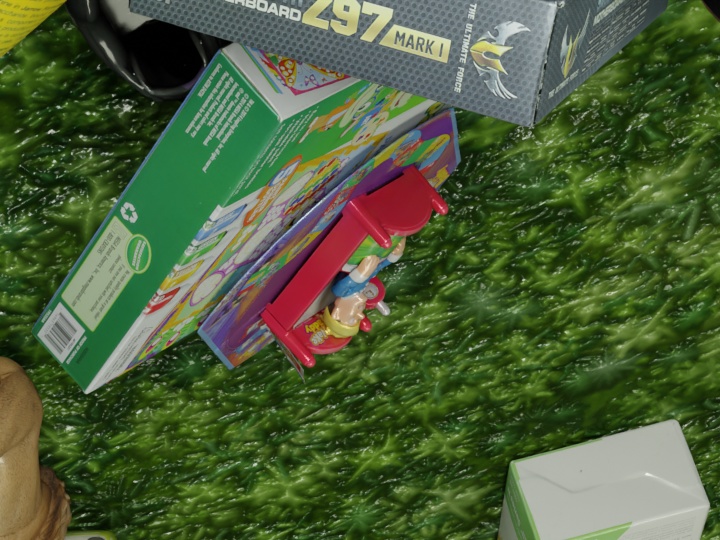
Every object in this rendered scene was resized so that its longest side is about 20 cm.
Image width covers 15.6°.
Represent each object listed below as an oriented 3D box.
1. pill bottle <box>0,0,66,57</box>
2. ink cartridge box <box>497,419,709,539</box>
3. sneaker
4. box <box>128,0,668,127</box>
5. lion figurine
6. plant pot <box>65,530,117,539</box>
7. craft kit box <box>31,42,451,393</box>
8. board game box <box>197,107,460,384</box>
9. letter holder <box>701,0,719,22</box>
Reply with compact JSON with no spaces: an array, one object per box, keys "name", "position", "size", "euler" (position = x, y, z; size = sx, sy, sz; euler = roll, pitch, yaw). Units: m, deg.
[{"name":"pill bottle","position":[-0.144,-0.143,0.968],"size":[0.200,0.113,0.112],"euler":[-36,145,27]},{"name":"ink cartridge box","position":[0.150,0.185,1.696],"size":[0.116,0.068,0.201],"euler":[-13,148,-11]},{"name":"sneaker","position":[-0.081,-0.096,1.101],"size":[0.075,0.088,0.200],"euler":[-27,149,13]},{"name":"box","position":[0.025,-0.119,0.983],"size":[0.200,0.157,0.051],"euler":[-40,145,-63]},{"name":"lion figurine","position":[-0.194,0.104,1.371],"size":[0.122,0.072,0.201],"euler":[-40,157,-38]},{"name":"plant pot","position":[-0.215,0.262,1.500],"size":[0.198,0.201,0.182],"euler":[0,139,-28]},{"name":"craft kit box","position":[-0.031,-0.051,1.161],"size":[0.197,0.049,0.200],"euler":[-35,168,-46]},{"name":"board game box","position":[0.000,0.000,1.255],"size":[0.158,0.039,0.200],"euler":[-42,171,-4]},{"name":"letter holder","position":[0.098,-0.186,0.948],"size":[0.141,0.201,0.101],"euler":[-24,149,9]}]
